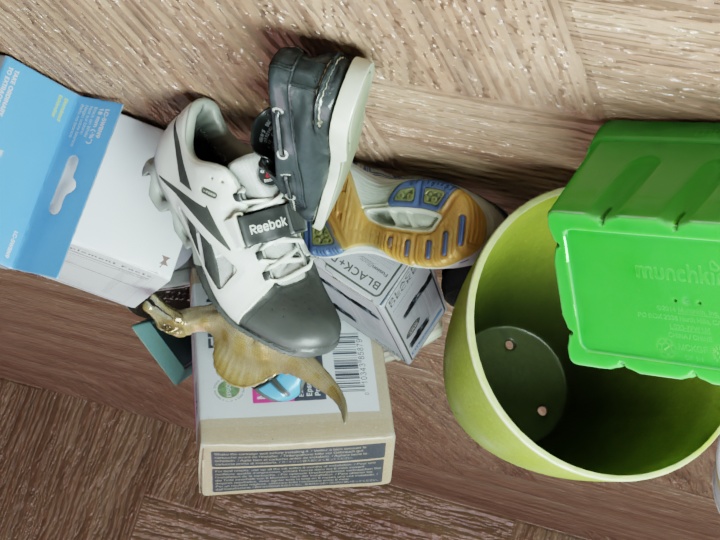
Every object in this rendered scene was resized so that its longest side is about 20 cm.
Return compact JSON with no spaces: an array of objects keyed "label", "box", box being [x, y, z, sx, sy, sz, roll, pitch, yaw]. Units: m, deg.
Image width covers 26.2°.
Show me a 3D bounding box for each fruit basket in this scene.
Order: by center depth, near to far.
[{"label":"fruit basket","box":[0.228,-0.011,0.853,0.214,0.156,0.216,-11,-160,4]}]

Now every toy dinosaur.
[{"label":"toy dinosaur","box":[-0.068,0.047,1.185,0.199,0.102,0.058,23,172,25]}]

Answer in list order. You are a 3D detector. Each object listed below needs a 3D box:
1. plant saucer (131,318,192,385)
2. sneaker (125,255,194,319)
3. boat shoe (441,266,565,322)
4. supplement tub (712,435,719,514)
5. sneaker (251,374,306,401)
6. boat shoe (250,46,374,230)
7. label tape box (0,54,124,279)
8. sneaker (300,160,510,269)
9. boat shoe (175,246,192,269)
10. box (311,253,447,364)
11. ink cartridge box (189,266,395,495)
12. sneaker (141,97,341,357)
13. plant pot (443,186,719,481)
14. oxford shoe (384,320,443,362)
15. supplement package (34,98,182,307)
[{"label":"plant saucer","box":[-0.177,0.067,1.525,0.070,0.019,0.200,53,-173,0]},{"label":"sneaker","box":[-0.120,-0.012,1.428,0.199,0.085,0.073,-5,141,9]},{"label":"boat shoe","box":[0.121,0.019,1.218,0.073,0.063,0.201,21,169,-27]},{"label":"supplement tub","box":[0.382,0.179,1.352,0.145,0.146,0.200,14,167,16]},{"label":"sneaker","box":[-0.077,0.025,1.274,0.073,0.201,0.082,-28,147,9]},{"label":"boat shoe","box":[-0.036,-0.083,0.961,0.066,0.075,0.199,19,167,1]},{"label":"label tape box","box":[-0.291,-0.086,1.132,0.199,0.145,0.063,10,164,26]},{"label":"sneaker","box":[0.015,-0.037,1.091,0.199,0.076,0.088,19,-173,33]},{"label":"boat shoe","box":[-0.228,-0.038,1.420,0.199,0.072,0.062,6,156,45]},{"label":"box","box":[0.000,0.000,1.224,0.116,0.060,0.200,33,172,17]},{"label":"ink cartridge box","box":[-0.062,0.087,1.329,0.164,0.201,0.075,-3,139,-7]},{"label":"sneaker","box":[-0.075,-0.032,1.047,0.200,0.074,0.089,51,136,18]},{"label":"plant pot","box":[0.129,0.060,1.045,0.186,0.188,0.200,19,162,-9]},{"label":"oxford shoe","box":[0.039,0.051,1.484,0.058,0.075,0.200,59,176,3]},{"label":"supplement package","box":[-0.201,-0.048,1.245,0.113,0.110,0.200,21,167,-13]}]
